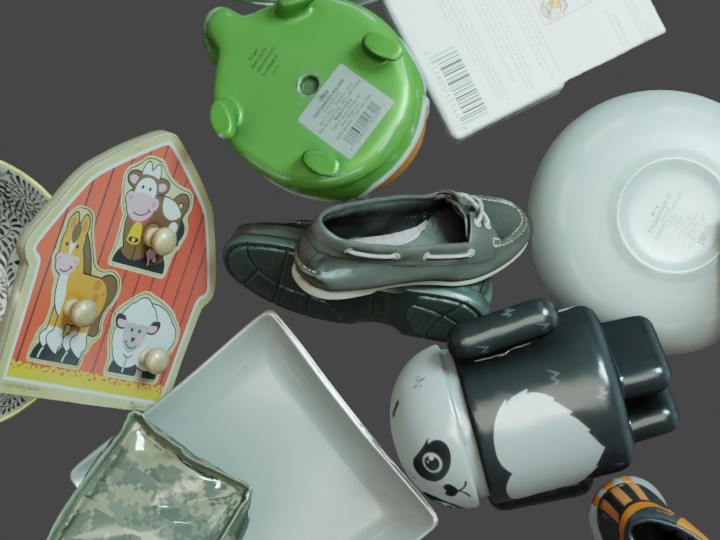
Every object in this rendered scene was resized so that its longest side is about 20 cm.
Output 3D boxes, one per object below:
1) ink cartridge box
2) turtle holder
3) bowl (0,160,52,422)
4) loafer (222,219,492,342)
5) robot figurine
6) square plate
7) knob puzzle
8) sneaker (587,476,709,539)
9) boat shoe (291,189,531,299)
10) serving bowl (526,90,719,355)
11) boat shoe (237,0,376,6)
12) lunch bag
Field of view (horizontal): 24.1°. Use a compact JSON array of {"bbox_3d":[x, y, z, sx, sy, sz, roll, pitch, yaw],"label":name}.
[{"bbox_3d":[0.103,-0.221,1.254,0.176,0.045,0.200,-26,88,0],"label":"ink cartridge box"},{"bbox_3d":[-0.040,-0.119,1.204,0.185,0.132,0.141,6,80,18],"label":"turtle holder"},{"bbox_3d":[-0.294,0.016,1.215,0.201,0.094,0.201,0,88,-5],"label":"bowl"},{"bbox_3d":[0.000,0.000,1.243,0.200,0.072,0.063,16,47,-1],"label":"loafer"},{"bbox_3d":[0.121,0.098,1.196,0.200,0.125,0.150,-15,88,3],"label":"robot figurine"},{"bbox_3d":[-0.078,0.164,1.231,0.200,0.028,0.198,-39,88,9],"label":"square plate"},{"bbox_3d":[-0.159,0.000,1.176,0.030,0.220,0.220,19,87,36],"label":"knob puzzle"},{"bbox_3d":[0.234,0.241,1.183,0.078,0.112,0.200,-39,104,-1],"label":"sneaker"},{"bbox_3d":[0.045,-0.026,1.194,0.200,0.057,0.067,-13,51,-30],"label":"boat shoe"},{"bbox_3d":[0.225,-0.037,1.235,0.200,0.066,0.200,0,88,-1],"label":"serving bowl"},{"bbox_3d":[-0.065,-0.225,1.226,0.202,0.065,0.074,5,101,13],"label":"boat shoe"},{"bbox_3d":[-0.167,0.211,1.123,0.118,0.164,0.200,32,75,5],"label":"lunch bag"}]
